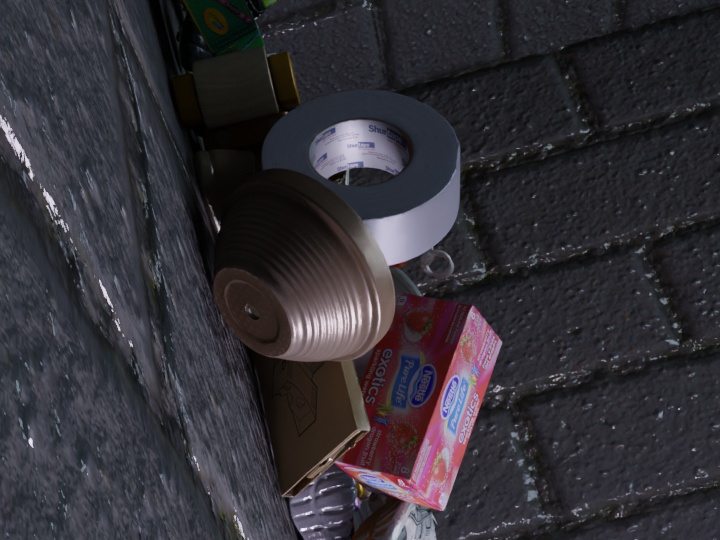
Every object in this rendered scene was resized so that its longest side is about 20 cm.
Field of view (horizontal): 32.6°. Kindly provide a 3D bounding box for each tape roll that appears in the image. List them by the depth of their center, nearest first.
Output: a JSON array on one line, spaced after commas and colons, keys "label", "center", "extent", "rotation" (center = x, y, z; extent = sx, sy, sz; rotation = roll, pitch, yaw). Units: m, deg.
[{"label": "tape roll", "center": [0.001, -0.094, 1.229], "extent": [0.067, 0.198, 0.201], "rotation": [86, -7, -45]}]

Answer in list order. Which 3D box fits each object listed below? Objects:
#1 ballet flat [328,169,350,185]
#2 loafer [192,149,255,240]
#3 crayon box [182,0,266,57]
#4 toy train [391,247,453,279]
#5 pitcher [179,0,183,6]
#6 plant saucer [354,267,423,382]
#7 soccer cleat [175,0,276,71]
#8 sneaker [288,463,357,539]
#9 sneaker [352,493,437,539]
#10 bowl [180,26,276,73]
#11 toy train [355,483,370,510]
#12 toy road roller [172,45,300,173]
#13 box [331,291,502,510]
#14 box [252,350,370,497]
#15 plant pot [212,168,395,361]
[{"label": "ballet flat", "center": [-0.051, -0.065, 1.295], "extent": [0.068, 0.062, 0.201], "rotation": [88, 18, -58]}, {"label": "loafer", "center": [-0.122, -0.048, 1.295], "extent": [0.201, 0.067, 0.077], "rotation": [76, 0, -50]}, {"label": "crayon box", "center": [-0.173, -0.317, 1.302], "extent": [0.201, 0.058, 0.119], "rotation": [62, -1, 1]}, {"label": "toy train", "center": [0.000, 0.000, 1.360], "extent": [0.150, 0.199, 0.056], "rotation": [46, 25, -21]}, {"label": "pitcher", "center": [-0.196, -0.400, 1.518], "extent": [0.173, 0.121, 0.200], "rotation": [62, 6, 22]}, {"label": "plant saucer", "center": [0.004, 0.081, 1.447], "extent": [0.199, 0.050, 0.202], "rotation": [19, -61, 38]}, {"label": "soccer cleat", "center": [-0.141, -0.309, 1.406], "extent": [0.201, 0.080, 0.068], "rotation": [-62, 156, -17]}, {"label": "sneaker", "center": [-0.042, 0.279, 1.399], "extent": [0.112, 0.077, 0.202], "rotation": [-136, -138, -82]}, {"label": "sneaker", "center": [0.050, 0.288, 1.345], "extent": [0.088, 0.075, 0.200], "rotation": [54, 17, -4]}, {"label": "bowl", "center": [-0.146, -0.219, 1.540], "extent": [0.200, 0.107, 0.202], "rotation": [166, -90, -90]}, {"label": "toy train", "center": [-0.008, 0.212, 1.507], "extent": [0.200, 0.055, 0.152], "rotation": [153, -69, -85]}, {"label": "toy road roller", "center": [-0.119, -0.148, 1.325], "extent": [0.200, 0.122, 0.148], "rotation": [102, -25, -89]}, {"label": "box", "center": [0.062, 0.135, 1.294], "extent": [0.096, 0.099, 0.201], "rotation": [48, 58, -50]}, {"label": "box", "center": [-0.059, 0.113, 1.291], "extent": [0.164, 0.021, 0.202], "rotation": [-47, -132, 43]}, {"label": "plant pot", "center": [-0.072, 0.014, 1.150], "extent": [0.200, 0.093, 0.202], "rotation": [26, -44, 28]}]
